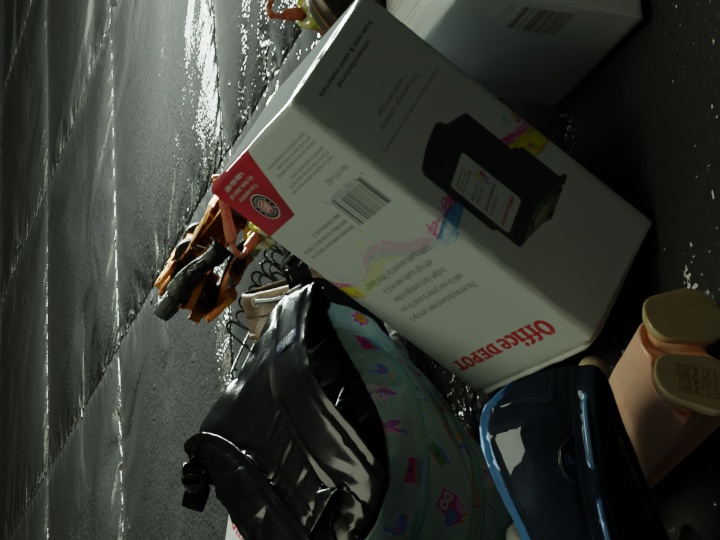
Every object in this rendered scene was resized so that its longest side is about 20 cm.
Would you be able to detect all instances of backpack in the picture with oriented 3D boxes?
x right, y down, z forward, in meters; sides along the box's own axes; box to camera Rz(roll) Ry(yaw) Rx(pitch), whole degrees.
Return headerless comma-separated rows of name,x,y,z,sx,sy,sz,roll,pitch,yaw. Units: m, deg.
backpack,-0.006,0.114,0.894,0.168,0.126,0.200,-63,32,16

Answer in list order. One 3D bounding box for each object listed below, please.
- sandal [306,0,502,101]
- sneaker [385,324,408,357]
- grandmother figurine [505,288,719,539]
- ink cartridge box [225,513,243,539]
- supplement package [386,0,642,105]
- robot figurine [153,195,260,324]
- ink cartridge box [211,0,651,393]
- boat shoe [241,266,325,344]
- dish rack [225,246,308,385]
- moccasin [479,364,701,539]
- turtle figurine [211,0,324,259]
sandal,0.030,-0.101,0.935,0.054,0.200,0.082,-27,22,45
sneaker,-0.006,0.080,1.086,0.200,0.080,0.076,-120,38,-58
grandmother figurine,0.127,0.104,0.791,0.201,0.060,0.122,114,169,-48
ink cartridge box,-0.056,0.284,1.184,0.146,0.083,0.202,-148,65,-67
supplement package,0.080,-0.215,0.896,0.110,0.112,0.202,135,135,-61
robot figurine,-0.085,-0.043,1.156,0.200,0.058,0.145,-52,9,27
ink cartridge box,0.035,-0.034,0.849,0.083,0.199,0.146,-58,10,-25
boat shoe,0.000,0.000,1.003,0.199,0.072,0.073,-32,90,24
dish rack,-0.046,-0.004,1.162,0.200,0.054,0.154,-45,13,45
moccasin,0.123,0.138,0.695,0.068,0.080,0.201,-28,95,27
turtle figurine,-0.017,-0.099,0.978,0.161,0.064,0.202,8,-85,-67
